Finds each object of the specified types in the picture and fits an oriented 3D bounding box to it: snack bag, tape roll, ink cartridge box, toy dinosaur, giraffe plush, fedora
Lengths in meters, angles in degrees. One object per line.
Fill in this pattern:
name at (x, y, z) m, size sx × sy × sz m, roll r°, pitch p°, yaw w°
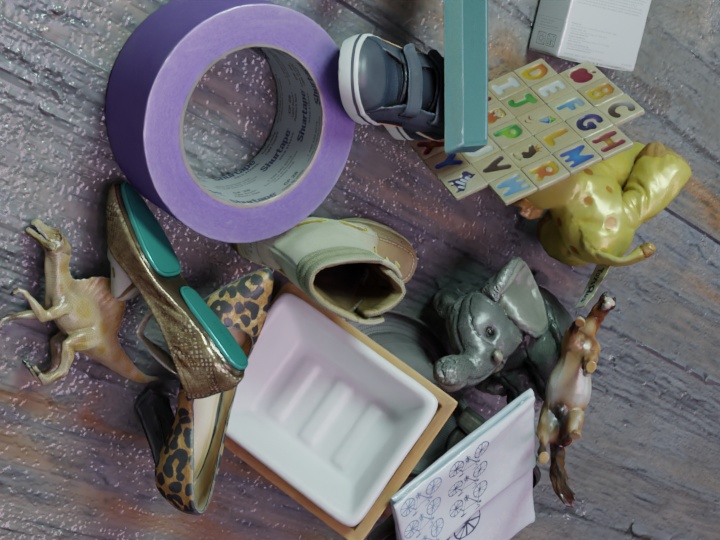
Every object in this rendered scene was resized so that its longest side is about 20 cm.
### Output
snack bag at (0.104, 0.232, 1.197) m, size 0.188 × 0.021 × 0.201 m, roll -34°, pitch 137°, yaw -28°
tape roll at (-0.108, -0.131, 1.061) m, size 0.198 × 0.085 × 0.202 m, roll -12°, pitch 114°, yaw -29°
ink cartridge box at (0.245, -0.308, 1.251) m, size 0.108 × 0.050 × 0.202 m, roll 3°, pitch 105°, yaw -34°
toy dinosaur at (-0.238, 0.055, 1.062) m, size 0.101 × 0.058 × 0.201 m, roll -38°, pitch 125°, yaw -17°
giraffe plush at (0.205, -0.089, 1.245) m, size 0.162 × 0.172 × 0.201 m, roll 43°, pitch 49°, yaw -18°
fedora at (0.037, 0.140, 1.259) m, size 0.177 × 0.090 × 0.200 m, roll -52°, pitch 127°, yaw -6°

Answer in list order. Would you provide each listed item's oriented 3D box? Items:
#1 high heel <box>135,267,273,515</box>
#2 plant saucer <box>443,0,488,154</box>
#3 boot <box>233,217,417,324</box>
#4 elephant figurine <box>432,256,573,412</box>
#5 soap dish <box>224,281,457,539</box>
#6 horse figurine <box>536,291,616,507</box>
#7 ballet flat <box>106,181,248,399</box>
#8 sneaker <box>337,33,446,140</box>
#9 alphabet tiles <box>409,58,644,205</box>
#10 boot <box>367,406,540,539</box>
high heel at (-0.115, 0.106, 1.077) m, size 0.071 × 0.143 × 0.200 m, roll 22°, pitch 115°, yaw -40°
plant saucer at (0.093, -0.204, 1.092) m, size 0.070 × 0.019 × 0.202 m, roll -14°, pitch 104°, yaw -61°
boot at (0.000, 0.000, 1.139) m, size 0.199 × 0.154 × 0.073 m, roll 11°, pitch 102°, yaw -36°
elephant figurine at (0.136, 0.055, 1.256) m, size 0.199 × 0.155 × 0.142 m, roll 33°, pitch 97°, yaw -43°
soap dish at (-0.033, 0.131, 1.156) m, size 0.158 × 0.199 × 0.081 m, roll -54°, pitch 165°, yaw -6°
horse figurine at (0.202, 0.117, 1.195) m, size 0.049 × 0.133 × 0.202 m, roll 13°, pitch 93°, yaw 8°
ballet flat at (-0.171, 0.021, 1.043) m, size 0.065 × 0.201 × 0.070 m, roll -36°, pitch 167°, yaw 12°
sneaker at (0.044, -0.160, 1.098) m, size 0.200 × 0.079 × 0.079 m, roll 8°, pitch 83°, yaw -70°
alphabet tiles at (0.154, -0.133, 1.170) m, size 0.199 × 0.167 × 0.006 m, roll -25°, pitch 133°, yaw -9°
boot at (0.089, 0.234, 1.256) m, size 0.175 × 0.069 × 0.200 m, roll -52°, pitch 145°, yaw -5°
